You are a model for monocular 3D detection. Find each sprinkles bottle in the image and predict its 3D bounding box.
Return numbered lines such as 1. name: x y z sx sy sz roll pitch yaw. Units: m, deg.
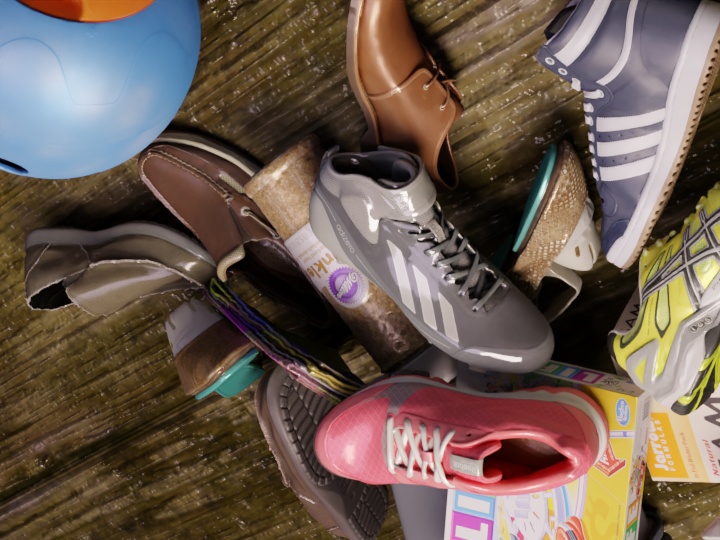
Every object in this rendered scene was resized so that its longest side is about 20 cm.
1. sprinkles bottle: 0.000 0.000 1.367 0.201 0.068 0.068 53 135 0

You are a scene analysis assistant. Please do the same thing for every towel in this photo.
1. towel: -0.029 0.070 1.392 0.143 0.023 0.200 33 -178 -30

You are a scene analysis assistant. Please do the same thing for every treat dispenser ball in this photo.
1. treat dispenser ball: -0.207 -0.163 1.287 0.199 0.201 0.202 16 133 18

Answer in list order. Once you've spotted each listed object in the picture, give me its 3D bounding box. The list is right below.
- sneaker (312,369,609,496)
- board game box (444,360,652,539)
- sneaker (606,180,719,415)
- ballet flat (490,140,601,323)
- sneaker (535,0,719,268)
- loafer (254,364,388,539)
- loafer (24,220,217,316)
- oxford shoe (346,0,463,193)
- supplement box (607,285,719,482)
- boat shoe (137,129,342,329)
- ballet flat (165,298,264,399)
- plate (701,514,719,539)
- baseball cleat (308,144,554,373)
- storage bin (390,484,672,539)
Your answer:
1. sneaker: 0.062 0.111 1.251 0.198 0.087 0.074 -2 102 11
2. board game box: 0.127 0.163 1.325 0.133 0.034 0.202 11 108 26
3. sneaker: 0.218 -0.011 1.206 0.076 0.075 0.201 29 102 25
4. ballet flat: 0.129 -0.013 1.313 0.065 0.071 0.200 23 144 -1
5. sneaker: 0.159 -0.099 1.214 0.108 0.070 0.201 22 130 10
6. loafer: -0.045 0.150 1.530 0.071 0.073 0.201 6 138 33
7. loafer: -0.189 0.007 1.498 0.199 0.070 0.075 -1 157 39
8. oxford shoe: 0.033 -0.130 1.271 0.071 0.072 0.201 8 141 19
9. supplement box: 0.281 0.076 1.284 0.199 0.074 0.127 -3 124 33
10. boat shoe: -0.086 -0.029 1.416 0.201 0.075 0.075 31 136 4
11. ballet flat: -0.114 0.057 1.460 0.068 0.200 0.073 -37 85 1
12. plate: 0.352 0.160 1.260 0.199 0.199 0.033 -2 86 32
13. baseball cleat: 0.048 -0.010 1.268 0.199 0.070 0.107 32 144 12
14. storage bin: 0.111 0.180 1.438 0.199 0.146 0.135 -8 112 35
